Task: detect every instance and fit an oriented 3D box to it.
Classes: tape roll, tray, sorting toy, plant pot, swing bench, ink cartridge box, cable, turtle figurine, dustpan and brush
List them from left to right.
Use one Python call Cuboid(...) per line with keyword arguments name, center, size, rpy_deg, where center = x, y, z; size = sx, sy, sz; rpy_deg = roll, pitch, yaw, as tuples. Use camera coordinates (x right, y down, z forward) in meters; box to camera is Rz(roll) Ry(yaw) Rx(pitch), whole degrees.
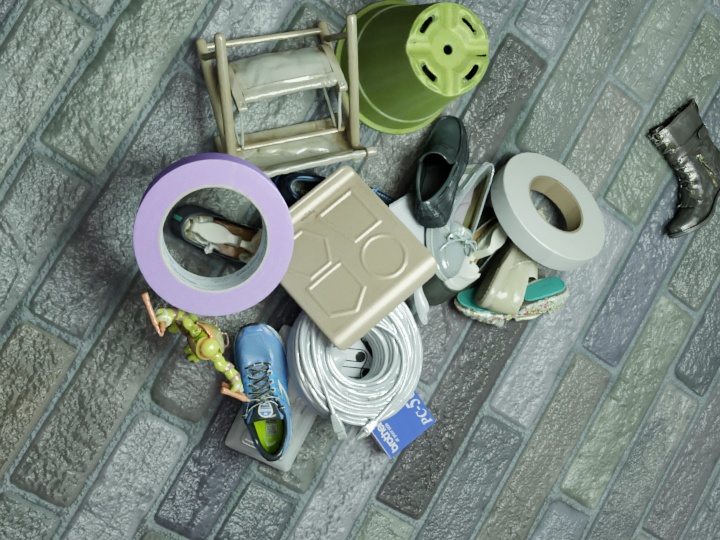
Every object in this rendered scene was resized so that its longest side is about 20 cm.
Cuboid(name="turtle figurine", center=(-0.219, 0.087, 1.156), size=(0.064, 0.161, 0.200), rpy_deg=(-47, 108, -11))
Cuboid(name="tape roll", center=(-0.187, -0.046, 1.104), size=(0.199, 0.066, 0.201), rpy_deg=(-3, 106, -12))
Cuboid(name="tray", center=(-0.109, 0.190, 1.255), size=(0.107, 0.022, 0.201), rpy_deg=(26, 95, -10))
Cuboid(name="swing bench", center=(-0.103, -0.235, 1.193), size=(0.198, 0.130, 0.201), rpy_deg=(-14, 105, -20))
Cuboid(name="sorting toy", center=(-0.022, -0.019, 1.191), size=(0.185, 0.036, 0.200), rpy_deg=(-40, 82, -12))
Cuboid(name="cable", center=(-0.006, 0.120, 1.226), size=(0.200, 0.069, 0.200), rpy_deg=(-31, 91, -28))
Cuboid(name="ink cartridge box", center=(0.022, 0.179, 1.318), size=(0.094, 0.044, 0.200), rpy_deg=(-37, 106, -12))
Cuboid(name="dustpan and brush", center=(0.083, -0.014, 1.296), size=(0.139, 0.057, 0.201), rpy_deg=(-34, 106, -55))
Cuboid(name="plant pot", center=(0.087, -0.299, 1.223), size=(0.199, 0.190, 0.201), rpy_deg=(-2, 96, -21))
Cuboid(name="tape roll", center=(0.293, -0.093, 1.341), size=(0.202, 0.037, 0.204), rpy_deg=(18, 51, -23))

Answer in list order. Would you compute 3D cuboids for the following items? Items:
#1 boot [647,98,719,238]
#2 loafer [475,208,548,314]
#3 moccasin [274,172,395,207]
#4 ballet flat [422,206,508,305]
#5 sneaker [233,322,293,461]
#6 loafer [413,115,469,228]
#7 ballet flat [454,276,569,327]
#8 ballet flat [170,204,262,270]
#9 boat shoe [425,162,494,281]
Cuboid(name="boot", center=(0.551, -0.174, 1.483), size=(0.174, 0.069, 0.200), rpy_deg=(46, 75, -13))
Cuboid(name="loafer", center=(0.247, -0.009, 1.351), size=(0.068, 0.076, 0.200), rpy_deg=(36, 65, -8))
Cuboid(name="moccasin", center=(-0.029, -0.094, 1.260), size=(0.199, 0.068, 0.081), rpy_deg=(6, 91, -24))
Cuboid(name="ballet flat", center=(0.171, -0.025, 1.343), size=(0.068, 0.068, 0.200), rpy_deg=(44, 80, -19))
Cuboid(name="sneaker", center=(-0.129, 0.170, 1.193), size=(0.078, 0.089, 0.201), rpy_deg=(-12, 100, -5))
Cuboid(name="loafer", center=(0.119, -0.157, 1.276), size=(0.070, 0.068, 0.201), rpy_deg=(64, 34, -52))
Cuboid(name="ballet flat", center=(0.242, 0.059, 1.382), size=(0.199, 0.076, 0.064), rpy_deg=(-7, 131, -15))
Cuboid(name="ballet flat", center=(-0.170, -0.037, 1.214), size=(0.199, 0.073, 0.073), rpy_deg=(21, 87, -21))
Cuboid(name="boat shoe", center=(0.151, -0.078, 1.296), size=(0.074, 0.065, 0.203), rpy_deg=(45, 53, -37))
